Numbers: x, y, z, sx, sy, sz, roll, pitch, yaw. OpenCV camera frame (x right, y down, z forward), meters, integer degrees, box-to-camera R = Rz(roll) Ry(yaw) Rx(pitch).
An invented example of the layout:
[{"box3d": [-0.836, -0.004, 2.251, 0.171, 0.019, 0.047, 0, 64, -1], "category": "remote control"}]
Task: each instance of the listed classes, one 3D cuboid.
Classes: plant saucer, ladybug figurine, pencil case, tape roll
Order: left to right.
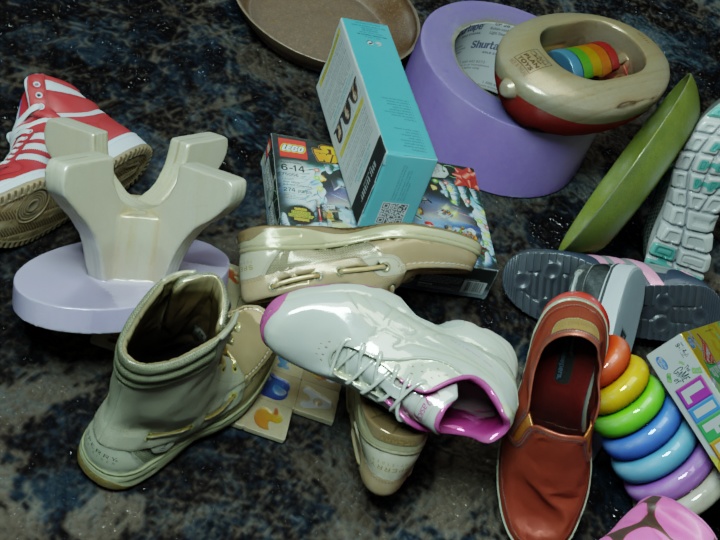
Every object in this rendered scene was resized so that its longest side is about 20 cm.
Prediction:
[{"box3d": [-0.038, -0.258, 1.560, 0.199, 0.037, 0.201, 14, 42, -13], "category": "plant saucer"}, {"box3d": [0.139, -0.170, 1.515, 0.198, 0.085, 0.201, 13, 41, -12], "category": "tape roll"}, {"box3d": [0.199, -0.177, 1.431, 0.199, 0.072, 0.136, -13, 52, -35], "category": "ladybug figurine"}, {"box3d": [0.192, 0.244, 1.106, 0.093, 0.091, 0.200, 6, 31, 37], "category": "pencil case"}, {"box3d": [0.249, -0.088, 1.395, 0.031, 0.200, 0.200, 36, 42, 2], "category": "plant saucer"}]

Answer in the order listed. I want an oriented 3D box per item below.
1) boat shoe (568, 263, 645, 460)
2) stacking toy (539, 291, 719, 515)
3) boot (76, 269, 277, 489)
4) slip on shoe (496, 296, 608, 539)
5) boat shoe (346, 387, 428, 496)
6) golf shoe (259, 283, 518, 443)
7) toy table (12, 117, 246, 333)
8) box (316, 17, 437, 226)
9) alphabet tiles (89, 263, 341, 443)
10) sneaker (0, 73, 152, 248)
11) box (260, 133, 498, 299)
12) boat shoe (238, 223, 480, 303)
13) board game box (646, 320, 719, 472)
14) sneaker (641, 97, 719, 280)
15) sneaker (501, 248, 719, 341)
[{"box3d": [0.176, 0.077, 1.275, 0.068, 0.074, 0.201, 5, 62, 30], "category": "boat shoe"}, {"box3d": [0.205, 0.099, 1.195, 0.201, 0.085, 0.085, 56, 39, -16], "category": "stacking toy"}, {"box3d": [-0.112, 0.053, 1.100, 0.072, 0.155, 0.200, 38, 48, 14], "category": "boot"}, {"box3d": [0.142, 0.121, 1.135, 0.073, 0.202, 0.061, 11, 16, 5], "category": "slip on shoe"}, {"box3d": [0.018, 0.098, 1.195, 0.071, 0.065, 0.200, 14, 25, -2], "category": "boat shoe"}, {"box3d": [0.025, 0.067, 1.098, 0.198, 0.076, 0.092, 14, 30, -13], "category": "golf shoe"}, {"box3d": [-0.170, -0.036, 1.156, 0.183, 0.118, 0.200, 15, 19, 18], "category": "toy table"}, {"box3d": [0.011, -0.131, 1.356, 0.049, 0.083, 0.201, 6, 41, -21], "category": "box"}, {"box3d": [-0.107, 0.055, 1.224, 0.199, 0.006, 0.167, 19, 41, -5], "category": "alphabet tiles"}, {"box3d": [-0.272, -0.093, 1.251, 0.112, 0.071, 0.200, 41, 36, 13], "category": "sneaker"}, {"box3d": [0.015, -0.049, 1.363, 0.198, 0.040, 0.138, 8, 43, -17], "category": "box"}, {"box3d": [0.000, 0.000, 1.249, 0.198, 0.071, 0.065, 0, 80, -10], "category": "boat shoe"}, {"box3d": [0.304, 0.109, 1.247, 0.135, 0.034, 0.200, 59, 22, 11], "category": "board game box"}, {"box3d": [0.305, -0.082, 1.424, 0.077, 0.201, 0.091, 16, 28, -12], "category": "sneaker"}, {"box3d": [0.219, 0.019, 1.384, 0.198, 0.071, 0.082, 13, 14, -5], "category": "sneaker"}]
